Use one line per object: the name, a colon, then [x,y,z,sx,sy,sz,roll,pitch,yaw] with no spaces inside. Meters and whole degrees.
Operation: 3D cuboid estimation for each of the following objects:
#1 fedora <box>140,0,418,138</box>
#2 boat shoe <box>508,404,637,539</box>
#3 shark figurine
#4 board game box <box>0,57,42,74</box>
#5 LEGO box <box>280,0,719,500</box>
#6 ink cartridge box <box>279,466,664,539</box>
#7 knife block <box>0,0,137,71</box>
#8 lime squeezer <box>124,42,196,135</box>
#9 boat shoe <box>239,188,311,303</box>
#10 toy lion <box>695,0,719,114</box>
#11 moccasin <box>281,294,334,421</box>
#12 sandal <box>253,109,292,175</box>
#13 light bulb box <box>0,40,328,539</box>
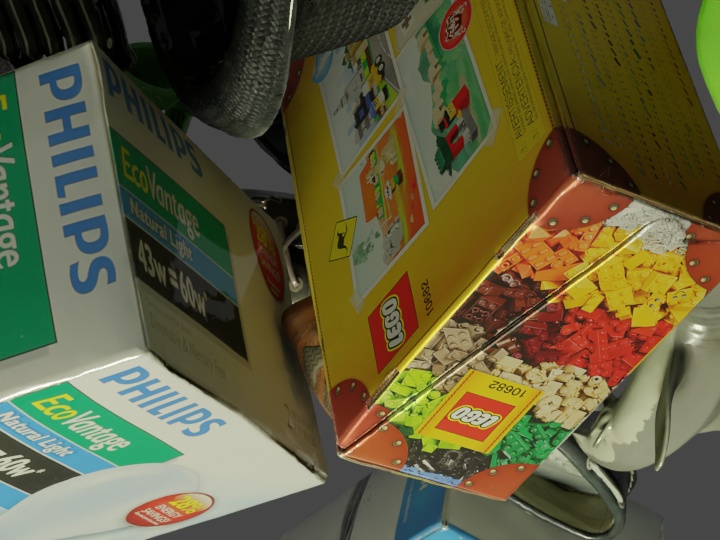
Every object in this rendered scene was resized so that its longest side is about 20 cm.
fedora: [-0.023,-0.151,0.701,0.091,0.201,0.201,-9,148,-23]
boat shoe: [0.065,0.072,1.006,0.199,0.061,0.076,28,137,-19]
shark figurine: [0.150,0.061,0.908,0.089,0.129,0.215,11,149,-11]
board game box: [-0.217,-0.036,0.845,0.159,0.097,0.200,-22,155,18]
LEGO box: [0.046,-0.043,0.725,0.077,0.201,0.149,18,131,-28]
ink cartridge box: [0.053,0.180,1.123,0.146,0.086,0.200,30,140,-19]
knife block: [-0.127,-0.178,0.767,0.064,0.176,0.201,1,95,14]
lime squeezer: [-0.096,-0.072,0.853,0.038,0.071,0.200,48,-175,8]
boat shoe: [0.000,0.000,0.911,0.199,0.067,0.057,13,165,-24]
toy lion: [0.215,-0.114,0.737,0.199,0.069,0.192,-15,127,32]
moccasin: [0.049,0.003,0.846,0.078,0.201,0.074,53,145,16]
sandal: [-0.033,-0.084,0.851,0.075,0.048,0.201,-6,139,25]
light bulb box: [-0.143,0.033,0.761,0.199,0.125,0.198,-18,157,12]
